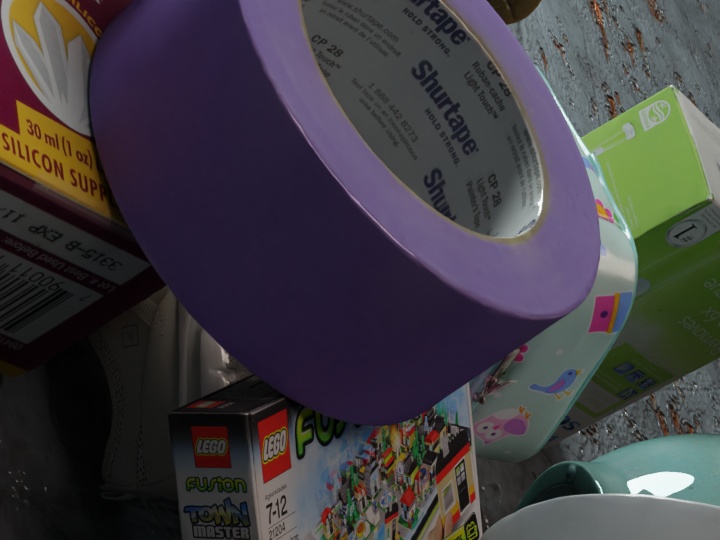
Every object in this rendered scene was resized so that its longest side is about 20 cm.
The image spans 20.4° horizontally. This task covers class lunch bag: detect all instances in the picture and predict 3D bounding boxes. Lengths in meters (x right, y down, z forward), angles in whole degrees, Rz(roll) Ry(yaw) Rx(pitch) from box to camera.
[{"bbox_3d":[0.055,-0.006,1.029,0.077,0.161,0.201,11,38,-30],"label":"lunch bag"}]

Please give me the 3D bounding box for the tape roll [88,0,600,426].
[{"bbox_3d":[-0.003,-0.047,0.775,0.200,0.085,0.201,36,34,-29],"label":"tape roll"}]

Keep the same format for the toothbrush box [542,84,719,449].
[{"bbox_3d":[0.141,0.004,1.155,0.145,0.199,0.087,35,35,-45],"label":"toothbrush box"}]

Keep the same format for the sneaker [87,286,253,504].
[{"bbox_3d":[-0.083,-0.001,0.815,0.075,0.081,0.201,35,48,-61],"label":"sneaker"}]

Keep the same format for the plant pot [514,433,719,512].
[{"bbox_3d":[0.150,0.171,1.032,0.133,0.201,0.201,17,41,-19],"label":"plant pot"}]

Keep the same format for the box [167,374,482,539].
[{"bbox_3d":[-0.008,0.087,0.806,0.200,0.034,0.111,-23,109,-62],"label":"box"}]

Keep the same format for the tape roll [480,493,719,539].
[{"bbox_3d":[0.137,0.173,0.855,0.200,0.199,0.066,43,50,-35],"label":"tape roll"}]

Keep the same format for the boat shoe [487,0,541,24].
[{"bbox_3d":[-0.009,-0.164,0.961,0.200,0.072,0.066,16,-1,-13],"label":"boat shoe"}]

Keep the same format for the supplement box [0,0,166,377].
[{"bbox_3d":[-0.155,-0.080,0.776,0.131,0.103,0.201,28,39,-49],"label":"supplement box"}]
